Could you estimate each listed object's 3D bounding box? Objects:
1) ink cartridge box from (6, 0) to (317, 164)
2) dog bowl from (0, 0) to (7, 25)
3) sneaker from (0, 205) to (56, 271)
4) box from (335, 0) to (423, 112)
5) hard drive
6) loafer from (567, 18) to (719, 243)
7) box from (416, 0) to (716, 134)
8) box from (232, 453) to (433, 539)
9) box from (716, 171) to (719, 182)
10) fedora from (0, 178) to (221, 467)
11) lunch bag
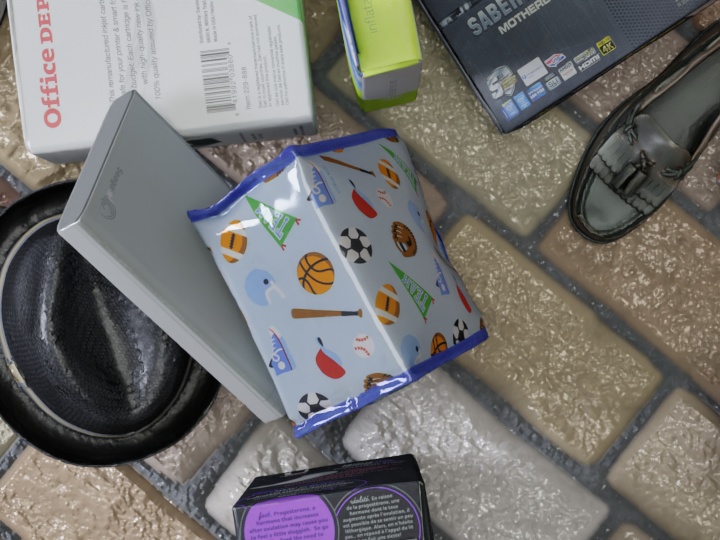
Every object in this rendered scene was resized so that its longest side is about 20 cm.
[{"bbox_3d":[-0.137,-0.160,1.083,0.200,0.084,0.146,-6,88,1],"label":"ink cartridge box"},{"bbox_3d":[-0.347,-0.217,1.073,0.200,0.074,0.200,-1,96,-10],"label":"dog bowl"},{"bbox_3d":[-0.241,0.010,1.088,0.200,0.060,0.104,11,87,-10],"label":"sneaker"},{"bbox_3d":[0.006,-0.180,1.025,0.048,0.200,0.122,-13,88,0],"label":"box"},{"bbox_3d":[-0.107,-0.009,1.021,0.026,0.132,0.200,-24,125,31],"label":"hard drive"},{"bbox_3d":[0.220,-0.106,1.089,0.072,0.063,0.200,39,89,1],"label":"loafer"},{"bbox_3d":[0.141,-0.212,1.058,0.200,0.051,0.158,-32,88,27],"label":"box"},{"bbox_3d":[-0.013,0.188,1.014,0.122,0.200,0.106,-8,88,0],"label":"box"},{"bbox_3d":[0.350,-0.128,1.047,0.097,0.124,0.200,25,88,-20],"label":"box"},{"bbox_3d":[-0.172,0.035,1.029,0.200,0.092,0.201,0,89,-16],"label":"fedora"},{"bbox_3d":[0.000,0.000,1.032,0.124,0.200,0.170,-26,89,31],"label":"lunch bag"}]
